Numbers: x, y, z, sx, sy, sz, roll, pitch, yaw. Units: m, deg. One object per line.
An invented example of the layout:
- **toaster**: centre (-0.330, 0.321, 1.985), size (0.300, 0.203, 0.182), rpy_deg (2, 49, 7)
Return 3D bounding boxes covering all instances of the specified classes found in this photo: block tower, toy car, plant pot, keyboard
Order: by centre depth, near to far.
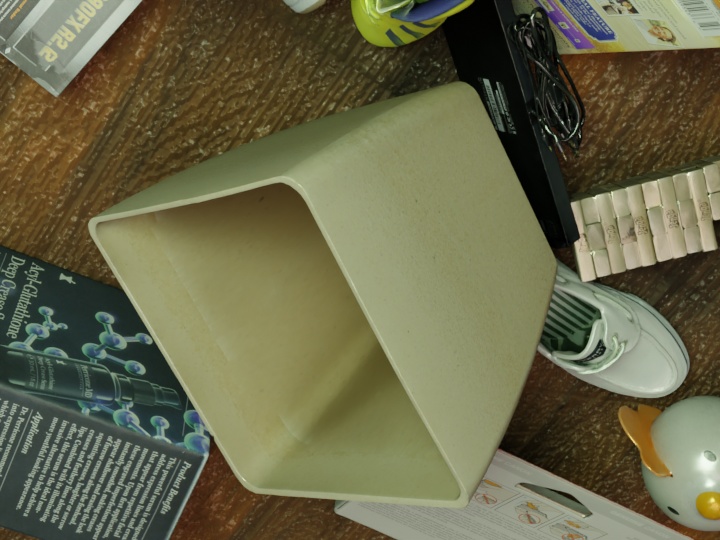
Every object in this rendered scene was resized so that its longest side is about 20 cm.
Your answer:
- **plant pot**: centre (0.000, 0.000, 0.754), size (0.199, 0.177, 0.201), rpy_deg (-7, 117, 48)
- **keyboard**: centre (0.102, -0.106, 0.781), size (0.039, 0.104, 0.202), rpy_deg (-30, 117, -18)
- **block tower**: centre (0.231, -0.045, 0.835), size (0.198, 0.058, 0.055), rpy_deg (-14, 96, 3)
- **toy car**: centre (0.268, 0.157, 0.904), size (0.198, 0.177, 0.186), rpy_deg (22, 119, -1)

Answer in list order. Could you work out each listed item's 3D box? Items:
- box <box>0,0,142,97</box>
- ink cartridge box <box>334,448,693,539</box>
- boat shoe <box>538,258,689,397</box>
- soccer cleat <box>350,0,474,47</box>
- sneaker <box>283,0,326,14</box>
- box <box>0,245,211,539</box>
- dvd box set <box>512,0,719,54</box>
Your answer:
- **box**: centre (-0.170, -0.223, 0.725), size (0.158, 0.049, 0.200), rpy_deg (38, 112, -22)
- **ink cartridge box**: centre (0.107, 0.165, 0.919), size (0.199, 0.045, 0.176), rpy_deg (26, 142, -17)
- **boat shoe**: centre (0.148, 0.043, 0.881), size (0.199, 0.067, 0.074), rpy_deg (29, 114, -18)
- **soccer cleat**: centre (0.028, -0.160, 0.698), size (0.083, 0.200, 0.065), rpy_deg (-36, 99, -21)
- **sneaker**: centre (-0.014, -0.249, 0.707), size (0.108, 0.070, 0.201), rpy_deg (30, 109, -21)
- **box**: centre (-0.202, 0.083, 0.838), size (0.198, 0.149, 0.108), rpy_deg (21, 117, -15)
- **dvd box set**: centre (0.119, -0.177, 0.688), size (0.146, 0.200, 0.029), rpy_deg (43, 80, -22)
